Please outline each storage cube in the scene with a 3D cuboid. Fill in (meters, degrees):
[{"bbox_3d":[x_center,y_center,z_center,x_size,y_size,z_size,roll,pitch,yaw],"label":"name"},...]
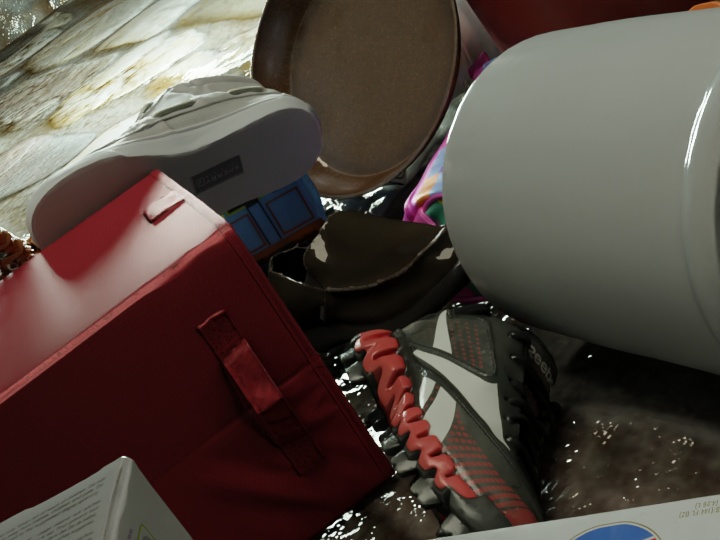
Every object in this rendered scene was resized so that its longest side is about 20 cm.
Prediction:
[{"bbox_3d":[-0.120,0.075,0.731,0.179,0.172,0.200,-36,24,-9],"label":"storage cube"}]

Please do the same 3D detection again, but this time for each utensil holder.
[{"bbox_3d":[0.155,-0.037,0.620,0.170,0.171,0.200,-41,22,-20],"label":"utensil holder"}]

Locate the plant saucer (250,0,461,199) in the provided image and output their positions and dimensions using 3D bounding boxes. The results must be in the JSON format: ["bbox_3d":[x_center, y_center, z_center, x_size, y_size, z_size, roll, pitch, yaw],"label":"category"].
[{"bbox_3d":[0.000,-0.150,0.959,0.199,0.202,0.034,-10,-9,40],"label":"plant saucer"}]

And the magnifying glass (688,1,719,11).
[{"bbox_3d":[0.242,-0.129,0.731,0.199,0.023,0.079,-2,0,-44],"label":"magnifying glass"}]

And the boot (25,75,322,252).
[{"bbox_3d":[-0.128,-0.069,0.849,0.199,0.074,0.095,-21,32,-25],"label":"boot"}]

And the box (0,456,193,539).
[{"bbox_3d":[-0.069,0.182,0.426,0.112,0.201,0.102,-28,23,12],"label":"box"}]

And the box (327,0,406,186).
[{"bbox_3d":[-0.014,-0.167,1.048,0.060,0.202,0.116,4,0,-38],"label":"box"}]

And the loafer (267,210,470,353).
[{"bbox_3d":[0.000,0.000,0.773,0.073,0.072,0.199,-39,10,-39],"label":"loafer"}]

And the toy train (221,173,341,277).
[{"bbox_3d":[-0.103,-0.005,0.933,0.199,0.115,0.087,-29,23,7],"label":"toy train"}]

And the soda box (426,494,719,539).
[{"bbox_3d":[0.073,0.140,0.503,0.199,0.064,0.068,-17,28,33],"label":"soda box"}]

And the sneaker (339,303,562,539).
[{"bbox_3d":[0.058,0.074,0.637,0.097,0.071,0.201,-25,27,-2],"label":"sneaker"}]

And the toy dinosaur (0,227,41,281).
[{"bbox_3d":[-0.225,0.014,0.839,0.134,0.201,0.103,-1,39,2],"label":"toy dinosaur"}]

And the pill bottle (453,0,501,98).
[{"bbox_3d":[0.126,-0.225,1.080,0.199,0.113,0.112,-34,24,-6],"label":"pill bottle"}]

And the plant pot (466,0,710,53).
[{"bbox_3d":[0.158,-0.218,0.935,0.199,0.178,0.201,-23,25,11],"label":"plant pot"}]

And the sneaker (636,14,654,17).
[{"bbox_3d":[0.148,-0.077,0.809,0.070,0.078,0.200,-9,32,42],"label":"sneaker"}]

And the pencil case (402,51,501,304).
[{"bbox_3d":[0.084,-0.065,0.859,0.088,0.089,0.201,-18,27,29],"label":"pencil case"}]
